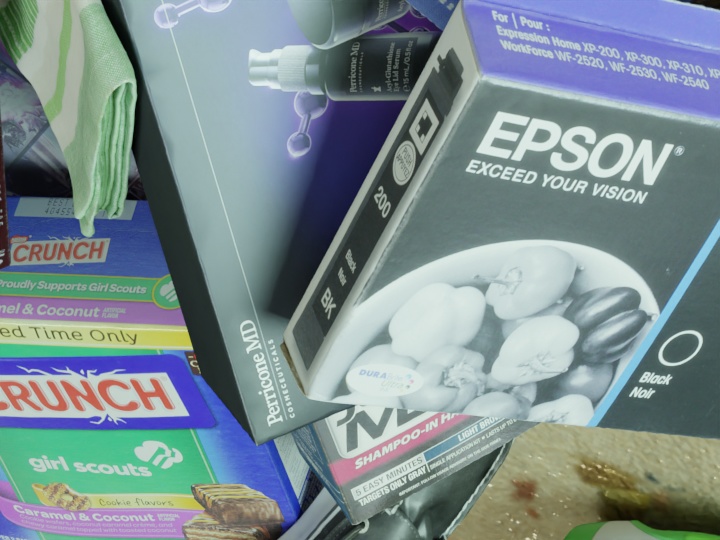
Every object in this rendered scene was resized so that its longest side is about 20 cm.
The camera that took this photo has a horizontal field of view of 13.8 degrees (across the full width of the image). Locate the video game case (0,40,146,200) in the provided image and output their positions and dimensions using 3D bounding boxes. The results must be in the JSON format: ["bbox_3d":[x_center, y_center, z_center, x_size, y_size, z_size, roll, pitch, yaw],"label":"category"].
[{"bbox_3d":[-0.139,-0.052,1.327,0.200,0.019,0.143,38,141,-10],"label":"video game case"}]

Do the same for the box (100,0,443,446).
[{"bbox_3d":[-0.013,-0.058,1.102,0.079,0.141,0.201,-131,22,-63],"label":"box"}]

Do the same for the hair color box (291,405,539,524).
[{"bbox_3d":[0.000,0.000,1.226,0.061,0.100,0.201,50,166,50],"label":"hair color box"}]

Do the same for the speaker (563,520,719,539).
[{"bbox_3d":[0.185,0.163,1.316,0.199,0.089,0.089,7,137,24],"label":"speaker"}]

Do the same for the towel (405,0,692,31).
[{"bbox_3d":[0.087,-0.155,1.009,0.145,0.024,0.200,37,118,-25],"label":"towel"}]

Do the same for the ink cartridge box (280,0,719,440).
[{"bbox_3d":[0.097,-0.030,1.056,0.197,0.043,0.200,7,125,-32],"label":"ink cartridge box"}]

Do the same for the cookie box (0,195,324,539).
[{"bbox_3d":[-0.107,0.056,1.350,0.170,0.075,0.200,3,142,18],"label":"cookie box"}]

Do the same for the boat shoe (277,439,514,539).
[{"bbox_3d":[0.001,0.133,1.324,0.070,0.200,0.066,43,-173,-49],"label":"boat shoe"}]

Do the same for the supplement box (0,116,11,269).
[{"bbox_3d":[-0.190,-0.087,1.197,0.109,0.061,0.200,59,161,29],"label":"supplement box"}]

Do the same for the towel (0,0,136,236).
[{"bbox_3d":[-0.133,-0.125,1.115,0.153,0.023,0.201,109,138,-69],"label":"towel"}]
